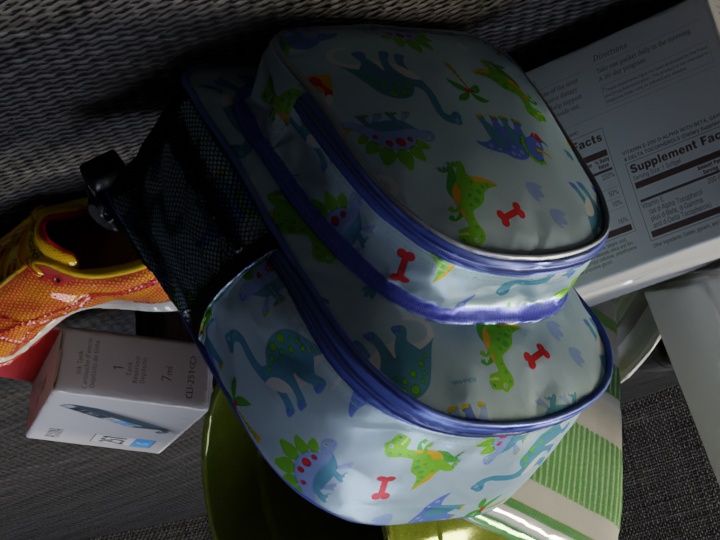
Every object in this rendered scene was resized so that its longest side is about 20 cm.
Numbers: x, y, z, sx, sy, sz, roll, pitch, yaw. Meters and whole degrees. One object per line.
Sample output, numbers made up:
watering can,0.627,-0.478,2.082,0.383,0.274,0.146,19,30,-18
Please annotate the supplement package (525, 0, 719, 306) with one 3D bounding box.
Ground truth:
supplement package,0.138,-0.052,0.995,0.200,0.111,0.156,-21,173,36

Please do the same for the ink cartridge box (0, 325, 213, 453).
ink cartridge box,-0.194,0.070,1.236,0.176,0.045,0.200,9,165,-12

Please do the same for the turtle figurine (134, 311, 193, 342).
turtle figurine,-0.038,0.028,1.268,0.200,0.101,0.150,-1,156,-18

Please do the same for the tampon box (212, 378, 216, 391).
tampon box,0.004,0.081,1.463,0.200,0.150,0.126,-11,171,-21

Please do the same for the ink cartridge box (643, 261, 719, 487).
ink cartridge box,0.288,0.034,1.106,0.200,0.147,0.145,-22,180,-11

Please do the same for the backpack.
backpack,0.014,-0.003,0.840,0.183,0.200,0.147,-4,146,-43

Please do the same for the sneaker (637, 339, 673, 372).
sneaker,0.212,0.035,1.322,0.115,0.075,0.200,-35,177,-37

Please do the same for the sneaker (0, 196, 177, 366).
sneaker,-0.165,-0.004,1.019,0.200,0.073,0.077,-19,145,19

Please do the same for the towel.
towel,0.091,0.055,1.069,0.023,0.200,0.153,-23,142,36

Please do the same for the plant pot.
plant pot,0.036,0.128,1.212,0.193,0.200,0.200,-14,172,-34

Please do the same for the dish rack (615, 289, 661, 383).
dish rack,0.184,-0.005,1.300,0.200,0.044,0.172,-54,-177,-19
